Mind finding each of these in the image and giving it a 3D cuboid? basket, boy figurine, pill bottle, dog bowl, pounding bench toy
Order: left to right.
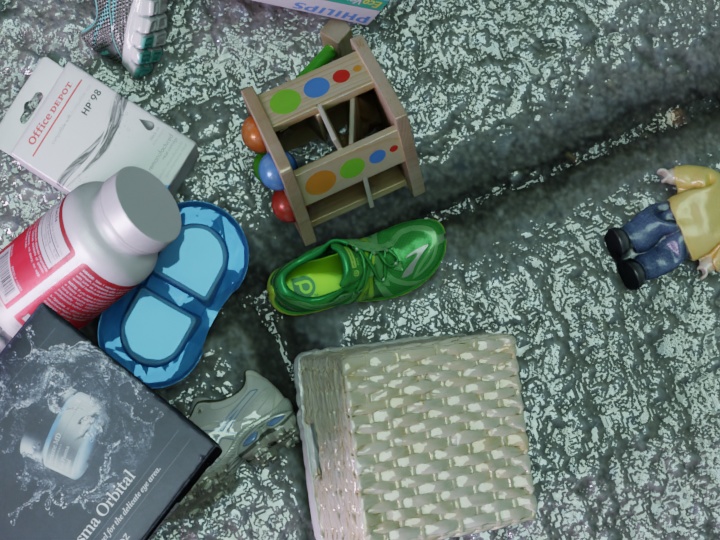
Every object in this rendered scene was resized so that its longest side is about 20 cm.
[{"bbox_3d":[-0.273,-0.015,1.453,0.199,0.112,0.113,-34,86,29],"label":"pill bottle"},{"bbox_3d":[-0.193,0.026,1.527,0.111,0.050,0.202,29,84,-3],"label":"dog bowl"},{"bbox_3d":[-0.048,-0.155,1.516,0.154,0.125,0.201,-24,54,-4],"label":"pounding bench toy"},{"bbox_3d":[0.051,0.165,1.455,0.197,0.161,0.201,-6,86,-17],"label":"basket"},{"bbox_3d":[0.359,-0.059,1.564,0.198,0.064,0.126,-28,86,-7],"label":"boy figurine"}]

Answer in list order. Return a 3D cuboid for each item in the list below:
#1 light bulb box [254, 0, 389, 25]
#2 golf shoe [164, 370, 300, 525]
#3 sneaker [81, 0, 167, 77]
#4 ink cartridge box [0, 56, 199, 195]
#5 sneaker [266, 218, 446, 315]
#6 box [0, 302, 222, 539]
[{"bbox_3d":[-0.053,-0.381,1.490,0.196,0.125,0.203,8,70,-24],"label":"light bulb box"},{"bbox_3d":[-0.160,0.184,1.514,0.199,0.079,0.098,-34,70,-12],"label":"golf shoe"},{"bbox_3d":[-0.241,-0.306,1.523,0.090,0.078,0.203,21,109,10],"label":"sneaker"},{"bbox_3d":[-0.281,-0.132,1.530,0.199,0.067,0.117,32,84,0],"label":"ink cartridge box"},{"bbox_3d":[0.000,0.000,1.526,0.197,0.084,0.075,-20,85,-6],"label":"sneaker"},{"bbox_3d":[-0.257,0.171,1.283,0.199,0.117,0.197,38,81,2],"label":"box"}]
